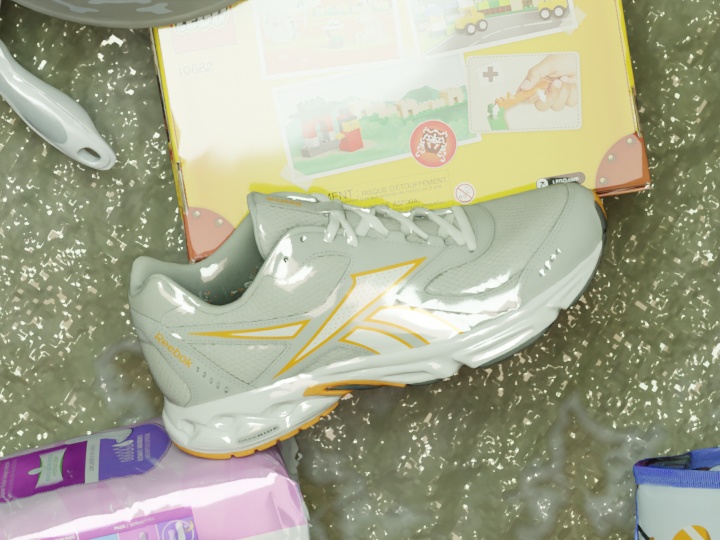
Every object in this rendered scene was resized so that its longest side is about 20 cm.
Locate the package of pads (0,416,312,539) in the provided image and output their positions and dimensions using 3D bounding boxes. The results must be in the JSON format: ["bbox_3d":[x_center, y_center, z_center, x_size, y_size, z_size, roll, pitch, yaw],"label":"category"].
[{"bbox_3d":[-0.119,0.116,1.159,0.199,0.121,0.076,-13,101,-1],"label":"package of pads"}]

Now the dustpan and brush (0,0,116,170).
[{"bbox_3d":[-0.178,-0.115,1.155,0.200,0.057,0.140,36,127,-20],"label":"dustpan and brush"}]

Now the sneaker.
[{"bbox_3d":[0.000,0.000,1.106,0.200,0.076,0.092,-24,114,2],"label":"sneaker"}]

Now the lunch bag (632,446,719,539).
[{"bbox_3d":[0.218,0.157,1.178,0.199,0.124,0.171,-3,94,12],"label":"lunch bag"}]

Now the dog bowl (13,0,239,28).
[{"bbox_3d":[-0.096,-0.194,1.061,0.199,0.059,0.201,0,94,3],"label":"dog bowl"}]

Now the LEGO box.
[{"bbox_3d":[0.012,-0.093,1.169,0.199,0.077,0.149,-9,95,-1],"label":"LEGO box"}]
